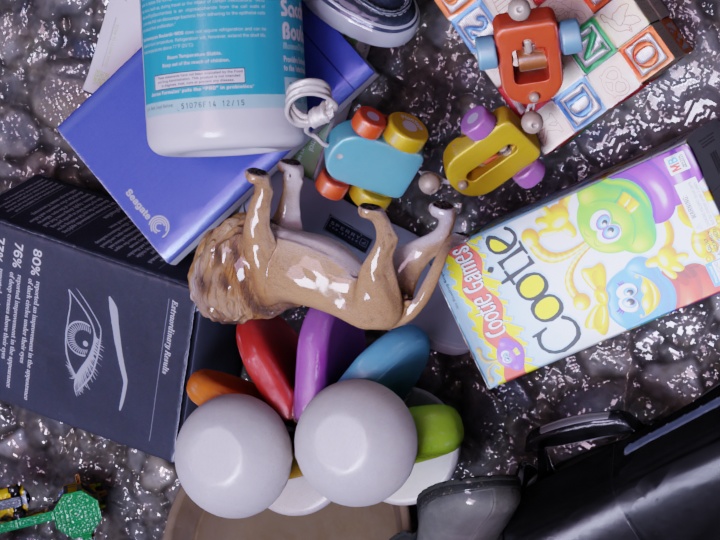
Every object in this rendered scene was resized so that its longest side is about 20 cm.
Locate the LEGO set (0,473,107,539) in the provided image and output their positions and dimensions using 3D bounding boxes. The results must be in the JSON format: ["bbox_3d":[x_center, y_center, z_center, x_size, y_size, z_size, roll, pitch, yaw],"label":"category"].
[{"bbox_3d":[-0.254,0.254,1.697,0.153,0.116,0.200,-20,98,-6],"label":"LEGO set"}]

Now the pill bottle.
[{"bbox_3d":[-0.094,-0.179,1.441,0.111,0.111,0.201,-3,90,22],"label":"pill bottle"}]

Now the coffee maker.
[{"bbox_3d":[0.209,0.176,1.437,0.200,0.192,0.135,-29,132,25],"label":"coffee maker"}]

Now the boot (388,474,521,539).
[{"bbox_3d":[0.069,0.223,1.431,0.200,0.068,0.131,120,145,-58],"label":"boot"}]

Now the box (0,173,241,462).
[{"bbox_3d":[-0.192,0.033,1.599,0.200,0.104,0.148,19,115,16],"label":"box"}]

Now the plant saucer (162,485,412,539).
[{"bbox_3d":[-0.053,0.207,1.587,0.200,0.029,0.201,-7,67,18],"label":"plant saucer"}]

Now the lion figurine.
[{"bbox_3d":[-0.025,0.000,1.407,0.200,0.072,0.123,19,113,25],"label":"lion figurine"}]

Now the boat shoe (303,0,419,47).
[{"bbox_3d":[-0.023,-0.249,1.477,0.200,0.071,0.091,49,144,12],"label":"boat shoe"}]

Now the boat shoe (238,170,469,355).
[{"bbox_3d":[0.000,0.000,1.551,0.200,0.074,0.065,37,147,1],"label":"boat shoe"}]

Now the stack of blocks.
[{"bbox_3d":[0.120,-0.195,1.461,0.115,0.059,0.200,-37,87,24],"label":"stack of blocks"}]

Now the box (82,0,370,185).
[{"bbox_3d":[-0.096,-0.163,1.567,0.200,0.036,0.145,25,109,16],"label":"box"}]

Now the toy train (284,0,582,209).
[{"bbox_3d":[0.053,-0.115,1.424,0.199,0.056,0.150,-13,130,6],"label":"toy train"}]

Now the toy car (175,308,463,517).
[{"bbox_3d":[-0.029,0.092,1.486,0.199,0.175,0.150,-8,82,19],"label":"toy car"}]

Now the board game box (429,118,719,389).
[{"bbox_3d":[0.166,-0.011,1.458,0.200,0.105,0.103,-24,92,25],"label":"board game box"}]

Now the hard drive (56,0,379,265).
[{"bbox_3d":[-0.103,-0.120,1.516,0.200,0.025,0.132,-42,77,8],"label":"hard drive"}]
